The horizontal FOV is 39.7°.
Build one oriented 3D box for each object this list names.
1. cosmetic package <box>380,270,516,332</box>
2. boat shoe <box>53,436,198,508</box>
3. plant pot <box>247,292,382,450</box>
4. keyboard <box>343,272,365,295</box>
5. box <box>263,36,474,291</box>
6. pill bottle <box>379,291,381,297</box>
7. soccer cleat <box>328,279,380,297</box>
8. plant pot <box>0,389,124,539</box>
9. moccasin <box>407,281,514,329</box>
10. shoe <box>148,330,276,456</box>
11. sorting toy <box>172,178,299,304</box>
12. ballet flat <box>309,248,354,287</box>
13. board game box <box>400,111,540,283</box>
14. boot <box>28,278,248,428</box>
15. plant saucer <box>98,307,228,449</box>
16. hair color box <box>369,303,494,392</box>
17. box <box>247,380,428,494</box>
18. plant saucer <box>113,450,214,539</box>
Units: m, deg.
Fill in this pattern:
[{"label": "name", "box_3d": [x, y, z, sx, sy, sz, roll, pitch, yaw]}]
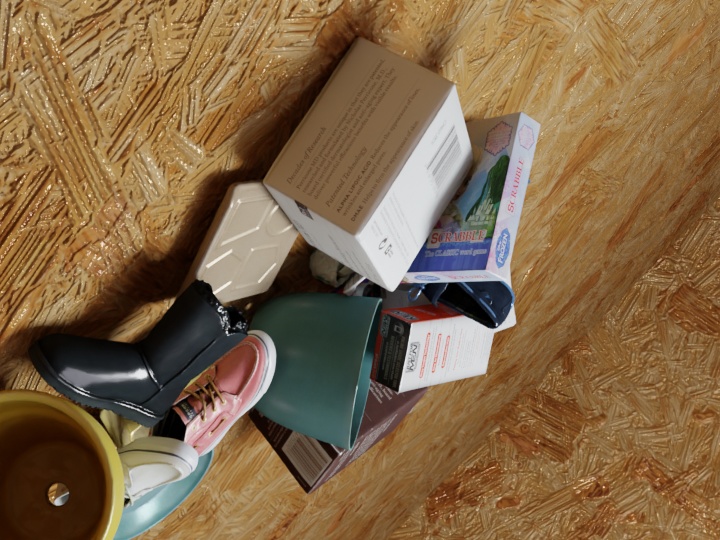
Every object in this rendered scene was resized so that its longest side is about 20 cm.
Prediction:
[{"label": "cosmetic package", "box_3d": [0.134, 0.052, 1.523, 0.198, 0.081, 0.115, -19, 108, -29]}, {"label": "boat shoe", "box_3d": [-0.279, 0.251, 1.183, 0.198, 0.067, 0.074, -16, 131, 29]}, {"label": "plant pot", "box_3d": [-0.068, 0.119, 1.320, 0.201, 0.158, 0.204, 12, 90, -84]}, {"label": "keyboard", "box_3d": [0.000, 0.000, 1.381, 0.056, 0.011, 0.200, -46, -175, 5]}, {"label": "box", "box_3d": [0.018, -0.114, 1.130, 0.201, 0.130, 0.199, -57, 159, -8]}, {"label": "pill bottle", "box_3d": [0.105, 0.037, 1.621, 0.200, 0.114, 0.115, -45, 159, -12]}, {"label": "soccer cleat", "box_3d": [-0.011, 0.038, 1.483, 0.200, 0.072, 0.069, -34, 127, -79]}, {"label": "plant pot", "box_3d": [-0.338, 0.234, 1.044, 0.201, 0.201, 0.189, -43, 174, -10]}, {"label": "moccasin", "box_3d": [0.115, 0.014, 1.363, 0.081, 0.198, 0.069, 102, 14, -50]}, {"label": "shoe", "box_3d": [-0.183, 0.159, 1.217, 0.201, 0.071, 0.091, -52, 161, 21]}, {"label": "sorting toy", "box_3d": [-0.132, -0.037, 1.166, 0.199, 0.036, 0.186, -22, 147, -56]}, {"label": "ballet flat", "box_3d": [0.017, -0.051, 1.356, 0.200, 0.072, 0.072, -45, 158, -5]}, {"label": "board game box", "box_3d": [0.119, -0.086, 1.244, 0.041, 0.199, 0.203, 24, 73, -36]}, {"label": "boot", "box_3d": [-0.226, 0.071, 1.053, 0.168, 0.077, 0.200, -45, 140, 6]}, {"label": "plant saucer", "box_3d": [-0.237, 0.139, 1.243, 0.199, 0.048, 0.201, -40, 157, -21]}, {"label": "hair color box", "box_3d": [0.106, 0.102, 1.402, 0.198, 0.061, 0.103, -4, 109, -48]}, {"label": "box", "box_3d": [-0.037, 0.202, 1.541, 0.199, 0.165, 0.166, -31, 163, -36]}, {"label": "plant saucer", "box_3d": [-0.298, 0.306, 1.431, 0.199, 0.036, 0.201, -39, 156, -21]}]
